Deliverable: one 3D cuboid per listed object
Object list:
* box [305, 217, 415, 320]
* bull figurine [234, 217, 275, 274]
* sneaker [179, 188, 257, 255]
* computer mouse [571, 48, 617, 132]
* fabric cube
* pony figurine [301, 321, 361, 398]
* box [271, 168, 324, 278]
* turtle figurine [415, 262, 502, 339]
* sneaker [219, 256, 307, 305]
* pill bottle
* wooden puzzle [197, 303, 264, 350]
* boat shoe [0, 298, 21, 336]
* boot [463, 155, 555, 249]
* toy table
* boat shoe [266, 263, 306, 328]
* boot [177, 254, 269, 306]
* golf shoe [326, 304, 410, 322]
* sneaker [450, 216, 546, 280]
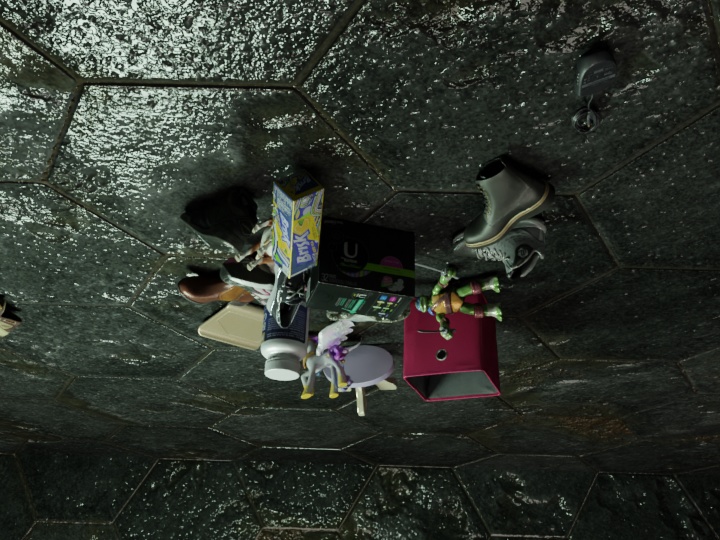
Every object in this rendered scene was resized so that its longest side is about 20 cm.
[{"bbox_3d":[0.000,0.000,1.562,0.198,0.150,0.124,8,152,-14],"label":"box"},{"bbox_3d":[-0.177,-0.052,1.544,0.121,0.065,0.200,-29,163,-35],"label":"bull figurine"},{"bbox_3d":[-0.263,-0.101,1.471,0.199,0.115,0.076,14,154,49],"label":"sneaker"},{"bbox_3d":[0.341,-0.267,1.148,0.058,0.034,0.200,-18,157,2],"label":"computer mouse"},{"bbox_3d":[0.222,0.185,1.863,0.194,0.201,0.200,-7,152,19],"label":"fabric cube"},{"bbox_3d":[-0.086,0.228,2.019,0.191,0.201,0.167,-17,145,3],"label":"pony figurine"},{"bbox_3d":[-0.117,-0.083,1.416,0.070,0.064,0.201,-27,147,-28],"label":"box"},{"bbox_3d":[0.213,0.072,1.701,0.192,0.145,0.200,-6,156,8],"label":"turtle figurine"},{"bbox_3d":[-0.209,0.036,1.649,0.199,0.081,0.087,15,126,-29],"label":"sneaker"},{"bbox_3d":[-0.177,0.151,1.818,0.110,0.202,0.111,2,153,1],"label":"pill bottle"},{"bbox_3d":[-0.299,0.138,1.994,0.184,0.038,0.200,19,144,-30],"label":"wooden puzzle"},{"bbox_3d":[-0.915,0.088,1.915,0.072,0.072,0.201,-29,141,-6],"label":"boat shoe"},{"bbox_3d":[0.229,-0.127,1.394,0.138,0.078,0.200,26,132,-32],"label":"boot"},{"bbox_3d":[0.005,0.294,2.139,0.198,0.185,0.118,5,140,22],"label":"toy table"},{"bbox_3d":[-0.143,0.039,1.580,0.071,0.068,0.201,-7,139,-33],"label":"boat shoe"},{"bbox_3d":[-0.287,0.021,1.717,0.187,0.069,0.200,18,148,-29],"label":"boot"},{"bbox_3d":[0.021,0.085,1.787,0.198,0.079,0.097,3,170,11],"label":"golf shoe"},{"bbox_3d":[0.269,-0.031,1.518,0.199,0.116,0.075,-14,149,29],"label":"sneaker"}]
